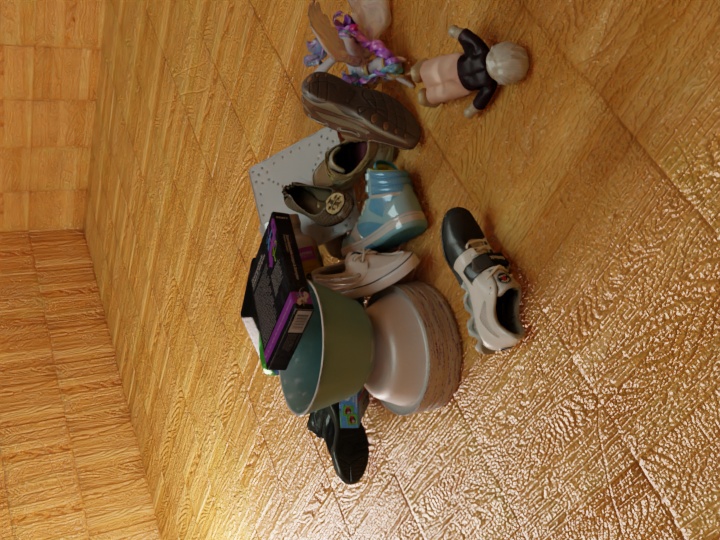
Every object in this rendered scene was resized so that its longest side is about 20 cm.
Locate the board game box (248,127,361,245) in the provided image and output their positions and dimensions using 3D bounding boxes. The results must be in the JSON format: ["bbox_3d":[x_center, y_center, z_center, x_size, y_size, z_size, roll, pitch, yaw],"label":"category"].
[{"bbox_3d":[-0.100,-0.134,1.426,0.198,0.026,0.203,-24,71,23],"label":"board game box"}]

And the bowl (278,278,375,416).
[{"bbox_3d":[-0.047,0.117,1.184,0.200,0.103,0.205,-176,90,-65],"label":"bowl"}]

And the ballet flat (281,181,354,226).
[{"bbox_3d":[-0.079,-0.120,1.329,0.068,0.046,0.199,-54,35,-9],"label":"ballet flat"}]

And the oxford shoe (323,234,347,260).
[{"bbox_3d":[-0.085,-0.089,1.465,0.201,0.073,0.071,56,140,40],"label":"oxford shoe"}]

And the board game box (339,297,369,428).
[{"bbox_3d":[-0.013,0.148,1.338,0.151,0.036,0.204,-36,-56,-81],"label":"board game box"}]

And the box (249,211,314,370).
[{"bbox_3d":[-0.126,0.030,1.207,0.144,0.036,0.202,-62,35,40],"label":"box"}]

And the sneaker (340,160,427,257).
[{"bbox_3d":[0.026,-0.101,1.264,0.199,0.079,0.133,-25,75,50],"label":"sneaker"}]

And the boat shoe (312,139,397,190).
[{"bbox_3d":[-0.026,-0.185,1.313,0.199,0.066,0.075,-25,73,46],"label":"boat shoe"}]

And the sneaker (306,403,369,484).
[{"bbox_3d":[-0.044,0.310,1.467,0.115,0.075,0.202,-56,44,51],"label":"sneaker"}]

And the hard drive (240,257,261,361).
[{"bbox_3d":[-0.184,0.091,1.533,0.201,0.032,0.141,77,-165,-50],"label":"hard drive"}]

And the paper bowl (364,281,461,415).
[{"bbox_3d":[0.060,0.122,1.216,0.200,0.103,0.204,20,112,60],"label":"paper bowl"}]

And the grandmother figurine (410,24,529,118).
[{"bbox_3d":[0.145,-0.267,1.044,0.199,0.060,0.122,10,131,57],"label":"grandmother figurine"}]

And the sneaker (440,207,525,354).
[{"bbox_3d":[0.171,0.005,1.032,0.088,0.073,0.203,-26,82,59],"label":"sneaker"}]

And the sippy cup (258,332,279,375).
[{"bbox_3d":[-0.111,0.130,1.474,0.178,0.128,0.142,-60,-33,-69],"label":"sippy cup"}]

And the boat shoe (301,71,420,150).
[{"bbox_3d":[-0.001,-0.236,1.209,0.076,0.198,0.072,-61,-4,-34],"label":"boat shoe"}]

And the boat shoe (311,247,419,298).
[{"bbox_3d":[0.000,0.000,1.233,0.198,0.074,0.066,-22,107,33],"label":"boat shoe"}]

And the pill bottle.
[{"bbox_3d":[-0.110,0.010,1.345,0.104,0.103,0.203,-27,81,59],"label":"pill bottle"}]

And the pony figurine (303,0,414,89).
[{"bbox_3d":[-0.013,-0.350,1.243,0.194,0.166,0.199,56,151,-15],"label":"pony figurine"}]
